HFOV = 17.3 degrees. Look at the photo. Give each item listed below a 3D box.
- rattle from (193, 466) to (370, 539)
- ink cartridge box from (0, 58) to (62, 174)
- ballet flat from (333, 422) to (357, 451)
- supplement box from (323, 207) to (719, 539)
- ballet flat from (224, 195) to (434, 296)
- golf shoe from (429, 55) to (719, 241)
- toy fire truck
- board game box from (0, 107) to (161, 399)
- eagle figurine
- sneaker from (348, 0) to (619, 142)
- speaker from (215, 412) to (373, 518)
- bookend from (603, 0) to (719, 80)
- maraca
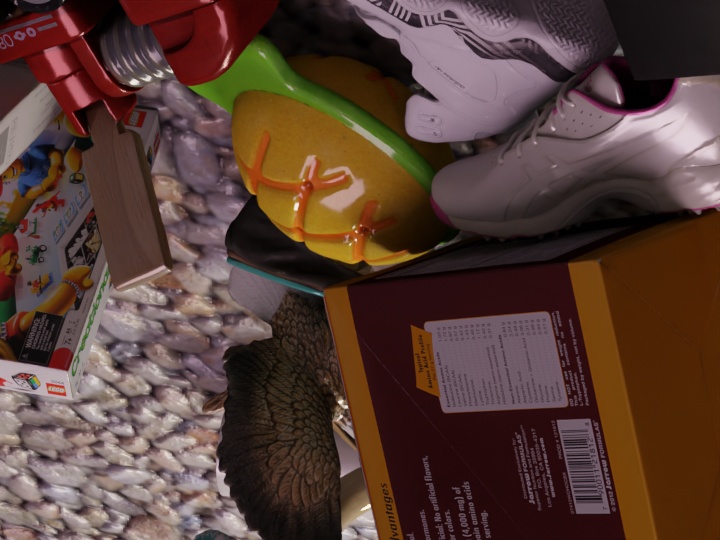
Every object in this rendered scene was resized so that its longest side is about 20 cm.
[{"bbox_3d":[-0.004,0.211,1.550,0.200,0.130,0.143,-30,133,-1],"label":"rattle"},{"bbox_3d":[-0.274,-0.103,1.343,0.176,0.200,0.045,13,110,4],"label":"ink cartridge box"},{"bbox_3d":[0.038,0.133,1.608,0.200,0.069,0.063,41,-179,11],"label":"ballet flat"},{"bbox_3d":[0.112,0.081,1.288,0.200,0.133,0.198,-6,99,45],"label":"supplement box"},{"bbox_3d":[0.000,0.000,1.447,0.200,0.069,0.068,27,-172,27],"label":"ballet flat"},{"bbox_3d":[0.121,-0.072,1.258,0.200,0.075,0.092,-10,121,28],"label":"golf shoe"},{"bbox_3d":[-0.119,-0.110,1.267,0.176,0.129,0.200,-13,119,34],"label":"toy fire truck"},{"bbox_3d":[-0.206,-0.022,1.421,0.126,0.200,0.035,9,145,8],"label":"board game box"},{"bbox_3d":[-0.015,0.080,1.508,0.151,0.200,0.152,16,107,-18],"label":"eagle figurine"},{"bbox_3d":[0.030,-0.132,1.273,0.200,0.075,0.115,20,142,-14],"label":"sneaker"},{"bbox_3d":[-0.001,0.137,1.689,0.200,0.081,0.081,7,147,12],"label":"speaker"},{"bbox_3d":[0.120,-0.178,1.151,0.198,0.092,0.200,-3,143,23],"label":"bookend"},{"bbox_3d":[-0.025,-0.077,1.355,0.200,0.107,0.137,39,157,-18],"label":"maraca"}]
